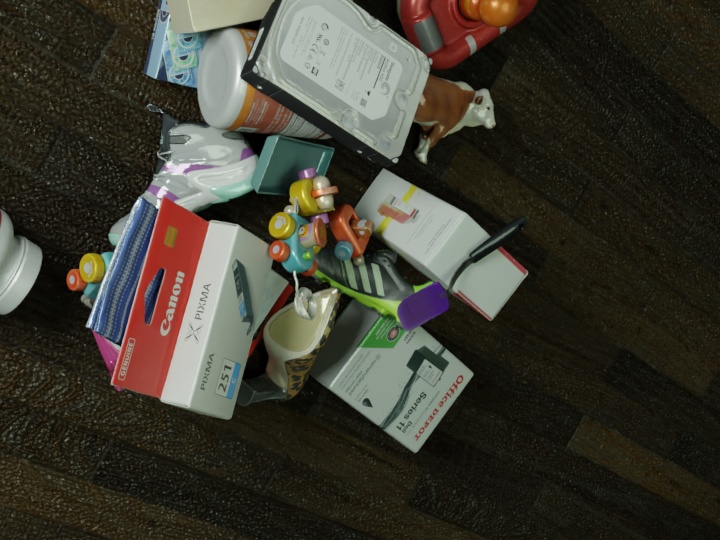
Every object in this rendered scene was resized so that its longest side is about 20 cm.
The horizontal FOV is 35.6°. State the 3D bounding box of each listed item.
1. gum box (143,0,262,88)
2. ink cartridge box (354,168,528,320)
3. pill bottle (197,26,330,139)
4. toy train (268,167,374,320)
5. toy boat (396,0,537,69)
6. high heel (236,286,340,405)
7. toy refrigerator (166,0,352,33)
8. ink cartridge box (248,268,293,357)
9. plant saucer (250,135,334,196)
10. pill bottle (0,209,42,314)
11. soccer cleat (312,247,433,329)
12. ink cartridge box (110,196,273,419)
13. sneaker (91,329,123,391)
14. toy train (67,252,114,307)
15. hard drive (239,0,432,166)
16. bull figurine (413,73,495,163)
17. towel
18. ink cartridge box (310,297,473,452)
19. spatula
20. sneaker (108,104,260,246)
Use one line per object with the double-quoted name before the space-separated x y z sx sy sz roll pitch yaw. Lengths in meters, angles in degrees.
"gum box" -0.136 -0.289 1.301 0.199 0.044 0.171 8 104 -33
"ink cartridge box" 0.098 -0.036 1.447 0.145 0.200 0.084 37 90 -36
"pill bottle" -0.076 -0.209 1.274 0.198 0.112 0.113 1 107 -33
"toy train" -0.035 -0.040 1.320 0.151 0.055 0.200 62 31 -22
"toy boat" 0.152 -0.338 1.409 0.199 0.131 0.131 -36 123 -15
"high heel" -0.069 0.090 1.434 0.200 0.071 0.142 -49 162 18
"toy refrigerator" -0.113 -0.317 1.238 0.199 0.070 0.077 -19 108 -26
"ink cartridge box" -0.139 0.076 1.370 0.161 0.047 0.200 -57 161 -3
"plant saucer" -0.081 -0.124 1.344 0.070 0.019 0.200 -69 166 8
"pill bottle" -0.438 -0.036 1.167 0.200 0.112 0.113 35 88 -36
"soccer cleat" 0.000 0.000 1.442 0.199 0.068 0.082 29 85 1
"ink cartridge box" -0.170 0.044 1.184 0.176 0.044 0.202 33 68 -62
"sneaker" -0.250 0.074 1.268 0.088 0.200 0.082 -21 103 -7
"toy train" -0.227 0.001 1.272 0.199 0.056 0.150 -26 159 -5
"hard drive" -0.021 -0.221 1.223 0.199 0.038 0.141 31 69 -28
"bull figurine" 0.083 -0.208 1.455 0.199 0.065 0.122 21 102 -32
"towel" -0.202 0.026 1.182 0.200 0.024 0.146 42 63 -60
"ink cartridge box" 0.042 0.138 1.547 0.200 0.083 0.147 40 85 -36
"spatula" 0.125 -0.001 1.339 0.200 0.021 0.057 -41 138 -12
"sneaker" -0.224 -0.123 1.301 0.199 0.078 0.141 -28 101 -6
